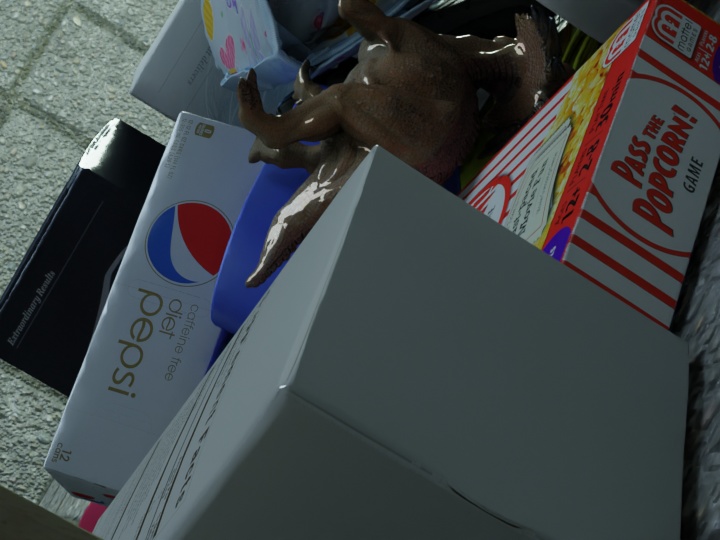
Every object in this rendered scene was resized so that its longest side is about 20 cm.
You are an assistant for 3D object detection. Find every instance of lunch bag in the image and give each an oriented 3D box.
[{"bbox_3d":[-0.011,-0.191,0.883,0.201,0.127,0.170,-65,14,-6],"label":"lunch bag"}]

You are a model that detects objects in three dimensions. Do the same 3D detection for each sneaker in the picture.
[{"bbox_3d":[0.044,-0.109,0.924,0.200,0.082,0.073,-27,11,40],"label":"sneaker"}]

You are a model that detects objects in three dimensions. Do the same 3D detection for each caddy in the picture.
[{"bbox_3d":[0.000,0.000,0.798,0.142,0.105,0.200,96,-167,-49],"label":"caddy"}]

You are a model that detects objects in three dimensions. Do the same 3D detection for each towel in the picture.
[{"bbox_3d":[0.075,-0.078,0.898,0.086,0.018,0.200,-63,10,-29],"label":"towel"}]

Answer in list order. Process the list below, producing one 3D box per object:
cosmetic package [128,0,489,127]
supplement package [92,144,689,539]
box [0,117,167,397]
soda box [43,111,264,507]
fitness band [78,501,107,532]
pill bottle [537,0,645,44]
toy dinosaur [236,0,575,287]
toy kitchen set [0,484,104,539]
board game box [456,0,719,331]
[{"bbox_3d":[-0.016,-0.152,1.043,0.200,0.200,0.123,-58,12,6],"label":"cosmetic package"},{"bbox_3d":[-0.007,0.088,0.487,0.200,0.121,0.120,-52,11,35],"label":"supplement package"},{"bbox_3d":[-0.119,0.022,1.031,0.148,0.200,0.104,-54,9,22],"label":"box"},{"bbox_3d":[-0.093,0.025,0.822,0.068,0.063,0.201,82,-155,-70],"label":"soda box"},{"bbox_3d":[-0.085,0.101,0.925,0.200,0.037,0.144,-51,-14,24],"label":"fitness band"},{"bbox_3d":[0.136,-0.198,0.677,0.200,0.109,0.109,-56,10,15],"label":"pill bottle"},{"bbox_3d":[0.026,-0.068,0.715,0.200,0.135,0.086,-59,-11,-34],"label":"toy dinosaur"},{"bbox_3d":[-0.023,0.135,0.255,0.164,0.180,0.200,-64,11,-22],"label":"toy kitchen set"},{"bbox_3d":[0.061,0.006,0.617,0.200,0.046,0.152,-47,15,53],"label":"board game box"}]
